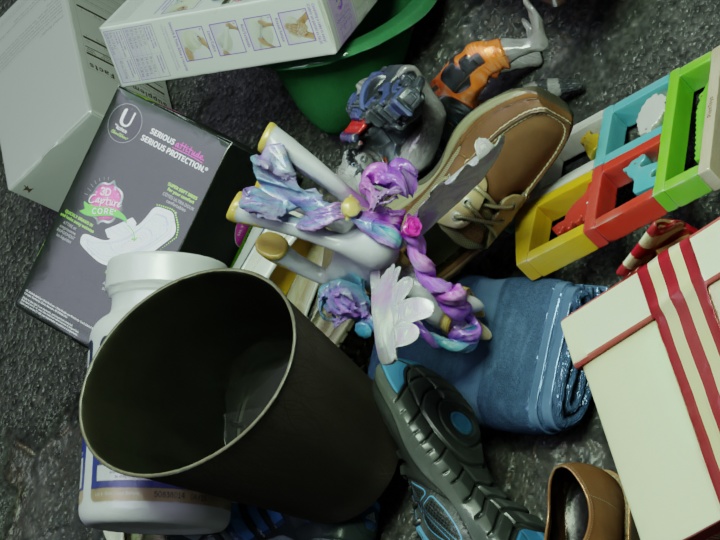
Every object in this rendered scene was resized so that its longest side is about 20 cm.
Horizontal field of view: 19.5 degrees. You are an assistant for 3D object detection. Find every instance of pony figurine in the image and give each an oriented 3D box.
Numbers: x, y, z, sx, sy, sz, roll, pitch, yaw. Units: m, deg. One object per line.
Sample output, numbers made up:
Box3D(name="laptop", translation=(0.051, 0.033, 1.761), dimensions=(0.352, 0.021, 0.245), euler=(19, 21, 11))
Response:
Box3D(name="pony figurine", translation=(0.011, -0.020, 1.417), dimensions=(0.167, 0.199, 0.193), euler=(-60, -4, -16))

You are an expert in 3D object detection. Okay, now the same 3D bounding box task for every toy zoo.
Box3D(name="toy zoo", translation=(0.176, -0.069, 1.476), dimensions=(0.199, 0.020, 0.132), euler=(-29, 32, 36))

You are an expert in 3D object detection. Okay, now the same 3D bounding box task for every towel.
Box3D(name="towel", translation=(0.091, 0.060, 1.517), dimensions=(0.199, 0.048, 0.113), euler=(3, 74, 47))

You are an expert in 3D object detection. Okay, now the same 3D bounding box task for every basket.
Box3D(name="basket", translation=(-0.068, 0.101, 1.473), dimensions=(0.179, 0.200, 0.137), euler=(-26, 59, 21))

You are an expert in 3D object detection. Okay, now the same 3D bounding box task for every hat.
Box3D(name="hat", translation=(-0.001, -0.129, 1.729), dimensions=(0.199, 0.177, 0.165), euler=(-37, 31, -30))

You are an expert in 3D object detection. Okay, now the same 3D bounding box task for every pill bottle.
Box3D(name="pill bottle", translation=(-0.150, 0.093, 1.576), dimensions=(0.115, 0.115, 0.202), euler=(-10, 74, 44))

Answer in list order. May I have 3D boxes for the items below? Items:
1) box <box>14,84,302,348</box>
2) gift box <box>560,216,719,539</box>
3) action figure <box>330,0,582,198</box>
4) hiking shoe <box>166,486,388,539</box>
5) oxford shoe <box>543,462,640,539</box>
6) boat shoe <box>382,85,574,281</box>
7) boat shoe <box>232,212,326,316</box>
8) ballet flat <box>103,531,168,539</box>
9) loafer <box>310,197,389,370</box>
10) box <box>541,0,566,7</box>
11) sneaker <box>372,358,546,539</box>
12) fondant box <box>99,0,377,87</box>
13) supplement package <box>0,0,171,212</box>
Box3D(name="box", translation=(-0.164, -0.026, 1.731), dimensions=(0.124, 0.148, 0.201), euler=(28, 93, 24))
Box3D(name="gift box", translation=(0.258, 0.058, 1.248), dimensions=(0.199, 0.184, 0.188), euler=(-33, 59, 27))
Box3D(name="action figure", translation=(0.062, -0.115, 1.535), dimensions=(0.193, 0.105, 0.200), euler=(-38, 10, 2))
Box3D(name="hiking shoe", translation=(-0.061, 0.194, 1.607), dimensions=(0.199, 0.074, 0.087), euler=(2, 65, 37))
Box3D(name="oxford shoe", translation=(0.147, 0.221, 1.364), dimensions=(0.071, 0.071, 0.202), euler=(-26, 56, 35))
Box3D(name="boat shoe", translation=(0.081, -0.046, 1.497), dimensions=(0.200, 0.075, 0.074), euler=(-46, 30, 37))
Box3D(name="boat shoe", translation=(-0.075, 0.036, 1.695), dimensions=(0.070, 0.071, 0.201), euler=(19, 80, 52))
Box3D(name="ballet flat", translation=(-0.186, 0.169, 1.749), dimensions=(0.067, 0.062, 0.202), euler=(-29, 52, 34))
Box3D(name="loafer", translation=(0.000, 0.000, 1.616), dimensions=(0.067, 0.076, 0.201), euler=(26, 80, 26))
Box3D(name="box", translation=(0.118, -0.323, 1.541), dimensions=(0.165, 0.165, 0.199), euler=(-36, 37, -20))
Box3D(name="sneaker", translation=(0.056, 0.154, 1.458), dimensions=(0.082, 0.073, 0.201), euler=(-46, 64, 36))
Box3D(name="fondant box", translation=(-0.090, -0.214, 1.683), dimensions=(0.198, 0.059, 0.145), euler=(-7, 28, 27))
Box3D(name="supplement package", translation=(-0.259, -0.160, 1.941), dimensions=(0.121, 0.119, 0.201), euler=(-38, 47, 26))
